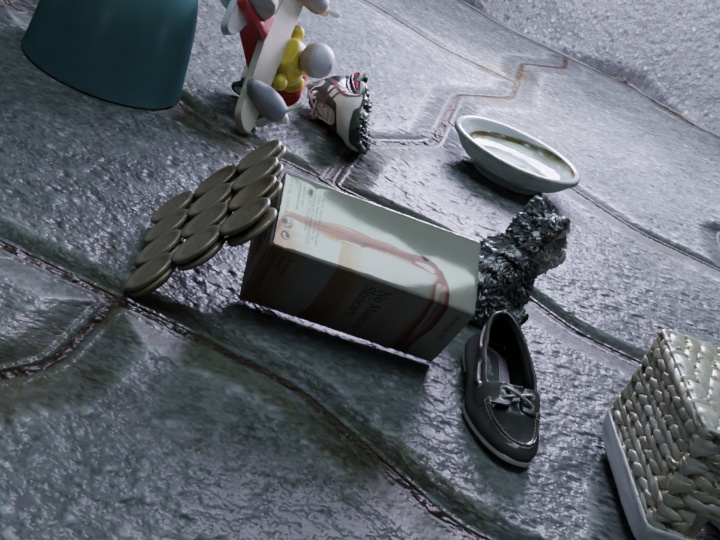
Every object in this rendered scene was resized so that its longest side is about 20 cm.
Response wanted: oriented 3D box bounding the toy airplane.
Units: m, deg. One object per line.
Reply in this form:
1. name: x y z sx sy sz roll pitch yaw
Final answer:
1. toy airplane: -0.099 -0.284 1.578 0.140 0.202 0.199 16 21 11

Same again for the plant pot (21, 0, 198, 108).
1. plant pot: -0.284 -0.312 1.501 0.198 0.162 0.201 20 23 -9

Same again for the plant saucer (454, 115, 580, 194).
1. plant saucer: 0.219 -0.156 1.822 0.198 0.051 0.201 21 23 -9

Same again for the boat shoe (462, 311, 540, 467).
1. boat shoe: 0.130 0.102 1.156 0.066 0.057 0.201 20 23 -12

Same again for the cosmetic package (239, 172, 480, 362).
1. cosmetic package: 0.000 0.000 1.160 0.198 0.104 0.088 18 53 -13

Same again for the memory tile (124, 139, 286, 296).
1. memory tile: -0.133 -0.049 1.127 0.017 0.152 0.200 56 14 -20

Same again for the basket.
1. basket: 0.308 0.159 1.107 0.134 0.124 0.200 20 24 -8

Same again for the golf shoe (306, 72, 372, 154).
1. golf shoe: -0.027 -0.207 1.677 0.087 0.078 0.200 1 23 -4

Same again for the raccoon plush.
1. raccoon plush: 0.136 -0.013 1.310 0.199 0.135 0.097 0 34 -46
